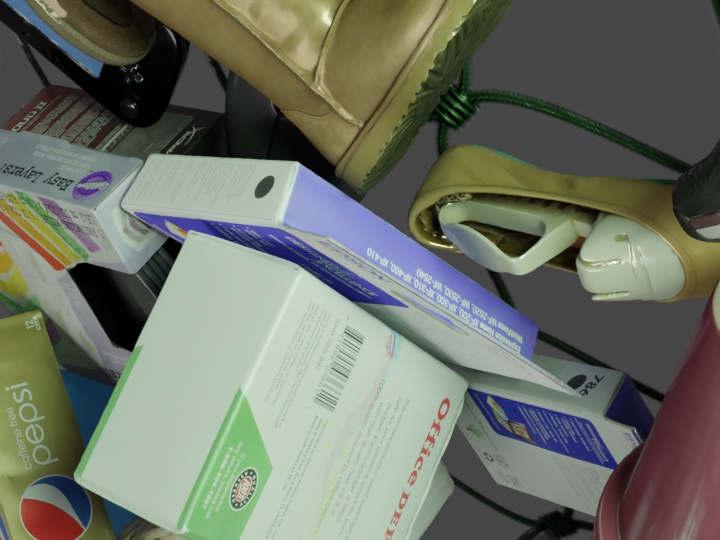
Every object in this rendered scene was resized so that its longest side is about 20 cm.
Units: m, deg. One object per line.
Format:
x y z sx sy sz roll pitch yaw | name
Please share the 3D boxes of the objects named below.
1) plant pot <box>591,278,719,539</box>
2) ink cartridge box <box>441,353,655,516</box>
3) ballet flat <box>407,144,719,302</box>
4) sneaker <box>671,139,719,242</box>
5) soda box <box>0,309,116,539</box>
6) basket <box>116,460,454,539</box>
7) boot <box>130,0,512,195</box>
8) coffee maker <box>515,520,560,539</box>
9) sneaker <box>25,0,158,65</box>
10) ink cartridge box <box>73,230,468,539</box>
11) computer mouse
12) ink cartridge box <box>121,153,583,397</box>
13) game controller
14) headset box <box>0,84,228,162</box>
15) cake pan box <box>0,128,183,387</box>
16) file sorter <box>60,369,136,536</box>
0.208 0.093 0.736 0.200 0.200 0.179 23 130 30 | plant pot
0.124 0.097 0.947 0.200 0.039 0.099 13 140 58 | ink cartridge box
0.109 -0.013 0.821 0.200 0.063 0.069 15 139 39 | ballet flat
0.174 -0.094 0.641 0.116 0.076 0.200 51 140 -6 | sneaker
-0.209 0.131 1.054 0.200 0.064 0.068 68 155 13 | soda box
-0.053 0.168 1.103 0.136 0.200 0.123 -26 103 40 | basket
-0.038 -0.149 0.789 0.200 0.066 0.175 42 131 6 | boot
0.138 0.294 1.069 0.200 0.192 0.135 34 166 18 | coffee maker
-0.158 -0.202 0.877 0.076 0.070 0.200 -18 113 38 | sneaker
-0.040 0.086 0.898 0.087 0.145 0.200 18 170 37 | ink cartridge box
-0.041 -0.090 0.911 0.138 0.053 0.200 31 149 18 | computer mouse
0.000 0.000 0.900 0.198 0.043 0.200 32 168 -37 | ink cartridge box
-0.186 -0.172 0.988 0.200 0.042 0.104 39 151 4 | game controller
-0.148 -0.037 1.088 0.200 0.075 0.149 14 141 41 | headset box
-0.167 0.001 1.031 0.200 0.052 0.184 15 144 41 | cake pan box
-0.227 0.117 1.232 0.123 0.139 0.200 15 158 44 | file sorter
